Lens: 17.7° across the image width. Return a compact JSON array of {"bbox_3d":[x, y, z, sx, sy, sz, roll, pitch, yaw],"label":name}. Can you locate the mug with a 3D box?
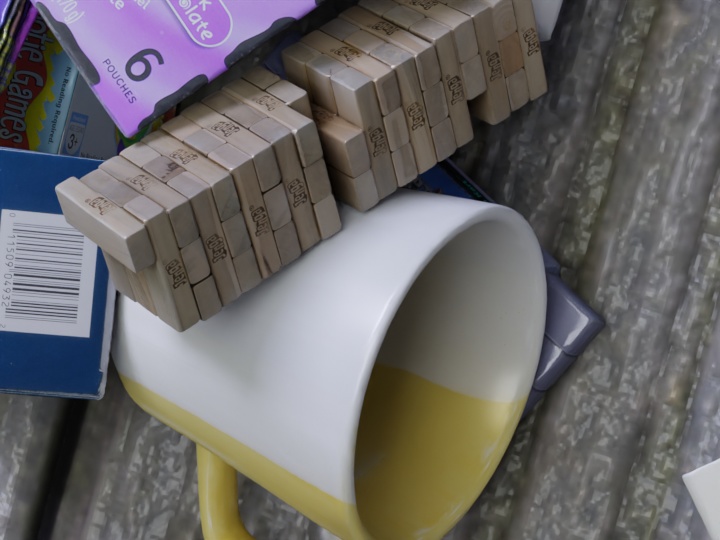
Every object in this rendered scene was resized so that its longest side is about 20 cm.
[{"bbox_3d":[-0.031,0.041,0.964,0.153,0.149,0.187,20,86,28],"label":"mug"}]

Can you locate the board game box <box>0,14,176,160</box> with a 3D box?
[{"bbox_3d":[-0.191,-0.115,1.085,0.199,0.105,0.104,15,91,21],"label":"board game box"}]

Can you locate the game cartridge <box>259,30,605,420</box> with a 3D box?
[{"bbox_3d":[0.000,0.000,1.044,0.200,0.038,0.130,44,105,18],"label":"game cartridge"}]

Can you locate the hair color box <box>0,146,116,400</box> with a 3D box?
[{"bbox_3d":[-0.158,0.003,1.020,0.060,0.200,0.101,6,88,-20],"label":"hair color box"}]

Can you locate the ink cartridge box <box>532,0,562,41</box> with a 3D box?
[{"bbox_3d":[0.003,-0.196,0.985,0.199,0.084,0.147,17,94,-6],"label":"ink cartridge box"}]

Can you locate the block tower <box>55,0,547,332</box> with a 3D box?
[{"bbox_3d":[-0.019,-0.051,0.907,0.200,0.058,0.054,-33,38,-24],"label":"block tower"}]

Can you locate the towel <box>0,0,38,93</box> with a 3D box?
[{"bbox_3d":[-0.183,-0.146,0.995,0.143,0.023,0.201,10,72,34],"label":"towel"}]

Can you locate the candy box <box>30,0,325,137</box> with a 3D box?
[{"bbox_3d":[-0.057,-0.177,0.903,0.200,0.072,0.168,-35,97,-1],"label":"candy box"}]

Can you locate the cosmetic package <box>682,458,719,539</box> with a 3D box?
[{"bbox_3d":[0.214,0.154,0.915,0.087,0.103,0.201,-27,76,16],"label":"cosmetic package"}]
